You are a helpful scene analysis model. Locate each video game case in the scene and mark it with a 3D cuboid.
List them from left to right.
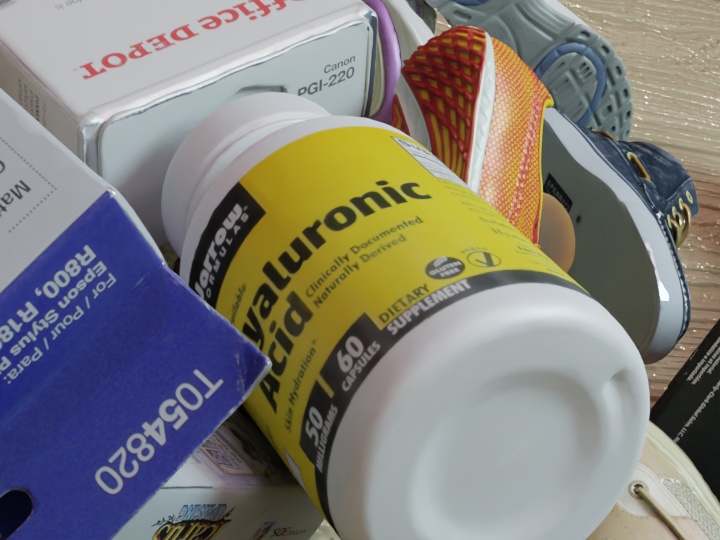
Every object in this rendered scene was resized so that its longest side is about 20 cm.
[{"bbox_3d":[-0.117,0.024,0.606,0.200,0.046,0.181,41,10,19],"label":"video game case"}]

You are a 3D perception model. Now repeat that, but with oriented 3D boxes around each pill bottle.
[{"bbox_3d":[0.003,0.014,0.629,0.111,0.112,0.200,10,22,-33],"label":"pill bottle"}]

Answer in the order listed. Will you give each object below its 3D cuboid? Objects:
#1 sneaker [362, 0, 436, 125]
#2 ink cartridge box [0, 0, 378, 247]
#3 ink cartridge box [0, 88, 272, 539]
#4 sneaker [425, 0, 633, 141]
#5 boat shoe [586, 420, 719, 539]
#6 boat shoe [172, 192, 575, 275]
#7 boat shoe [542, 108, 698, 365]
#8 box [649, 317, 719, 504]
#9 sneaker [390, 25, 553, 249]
[{"bbox_3d":[0.018,-0.131,1.005,0.099,0.075,0.200,6,36,-36],"label":"sneaker"},{"bbox_3d":[-0.109,-0.107,0.780,0.145,0.085,0.200,-26,50,-29],"label":"ink cartridge box"},{"bbox_3d":[-0.160,0.027,0.489,0.200,0.200,0.041,40,-11,19],"label":"ink cartridge box"},{"bbox_3d":[0.090,-0.140,1.038,0.200,0.074,0.087,54,7,-21],"label":"sneaker"},{"bbox_3d":[0.104,0.112,0.704,0.200,0.072,0.065,41,36,19],"label":"boat shoe"},{"bbox_3d":[0.000,0.000,0.797,0.199,0.071,0.070,-5,7,-36],"label":"boat shoe"},{"bbox_3d":[0.146,-0.020,0.950,0.090,0.071,0.201,10,32,-25],"label":"boat shoe"},{"bbox_3d":[0.231,0.095,0.761,0.200,0.125,0.148,41,15,18],"label":"box"},{"bbox_3d":[0.042,-0.001,0.741,0.073,0.201,0.077,-1,-24,46],"label":"sneaker"}]
